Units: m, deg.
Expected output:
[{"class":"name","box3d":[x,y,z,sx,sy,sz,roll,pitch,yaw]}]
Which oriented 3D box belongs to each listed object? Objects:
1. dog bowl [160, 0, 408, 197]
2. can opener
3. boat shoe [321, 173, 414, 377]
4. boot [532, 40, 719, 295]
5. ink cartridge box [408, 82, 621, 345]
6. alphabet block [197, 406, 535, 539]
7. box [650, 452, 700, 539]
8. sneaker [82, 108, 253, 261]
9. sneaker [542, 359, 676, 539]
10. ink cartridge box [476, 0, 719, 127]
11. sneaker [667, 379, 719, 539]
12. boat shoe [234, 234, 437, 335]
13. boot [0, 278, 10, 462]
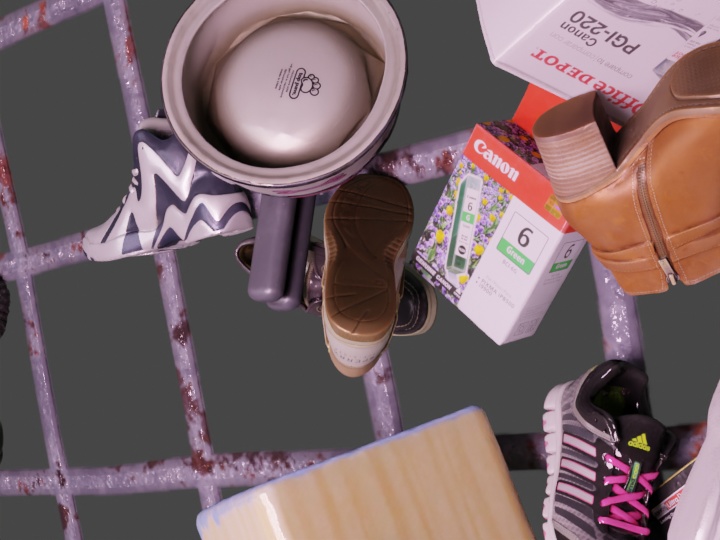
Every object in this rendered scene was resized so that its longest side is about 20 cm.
[{"class":"dog bowl","box3d":[-0.056,-0.149,1.066,0.200,0.074,0.201,-3,72,8]},{"class":"can opener","box3d":[-0.045,-0.067,1.099,0.067,0.053,0.200,-3,71,31]},{"class":"boat shoe","box3d":[0.000,0.000,1.047,0.074,0.200,0.066,12,132,1]},{"class":"boot","box3d":[0.228,-0.062,0.864,0.200,0.074,0.155,-12,127,33]},{"class":"ink cartridge box","box3d":[0.123,-0.056,0.996,0.109,0.050,0.200,43,124,28]},{"class":"alphabet block","box3d":[0.013,0.239,1.005,0.200,0.196,0.195,69,157,8]},{"class":"box","box3d":[0.236,0.245,0.954,0.160,0.049,0.200,55,128,17]},{"class":"sneaker","box3d":[-0.196,-0.083,1.253,0.199,0.079,0.130,-12,89,42]},{"class":"sneaker","box3d":[0.177,0.142,0.917,0.087,0.074,0.200,-54,25,41]},{"class":"ink cartridge box","box3d":[0.191,-0.193,0.839,0.200,0.145,0.085,-38,46,40]},{"class":"sneaker","box3d":[0.279,0.115,0.873,0.088,0.075,0.200,24,87,-5]},{"class":"boat shoe","box3d":[-0.026,0.013,1.130,0.200,0.065,0.073,16,107,37]},{"class":"boot","box3d":[-0.442,0.116,1.504,0.158,0.079,0.211,-38,72,39]}]
